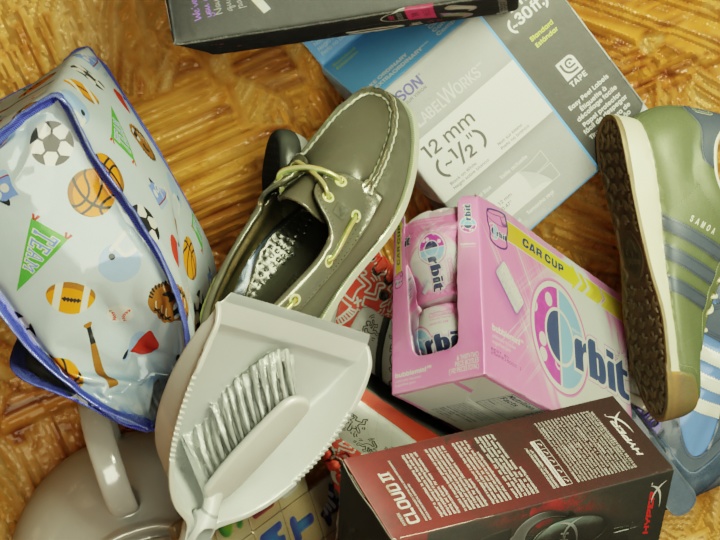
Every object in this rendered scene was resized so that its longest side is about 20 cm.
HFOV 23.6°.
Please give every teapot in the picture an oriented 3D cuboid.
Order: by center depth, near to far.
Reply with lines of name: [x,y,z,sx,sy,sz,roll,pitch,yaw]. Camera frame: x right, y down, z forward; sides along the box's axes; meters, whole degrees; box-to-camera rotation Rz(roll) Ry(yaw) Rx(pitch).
teapot: [-0.130,0.198,1.084,0.200,0.146,0.198,28,94,-15]

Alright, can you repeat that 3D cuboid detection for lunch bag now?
lunch bag: [-0.158,-0.011,1.020,0.124,0.170,0.200,-32,106,9]

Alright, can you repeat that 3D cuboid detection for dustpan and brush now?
dustpan and brush: [-0.079,0.116,0.967,0.200,0.057,0.140,-51,144,16]

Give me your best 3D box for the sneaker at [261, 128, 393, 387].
sneaker: [0.000,0.000,1.115,0.108,0.067,0.202,-9,106,-11]

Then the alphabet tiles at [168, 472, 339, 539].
alphabet tiles: [-0.049,0.187,1.073,0.008,0.167,0.200,-11,100,33]

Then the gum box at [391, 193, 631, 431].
gum box: [0.094,0.043,1.068,0.200,0.066,0.114,30,52,-49]

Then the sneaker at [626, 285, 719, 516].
sneaker: [0.188,0.071,1.160,0.146,0.081,0.200,-12,109,-14]

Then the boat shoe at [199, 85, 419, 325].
boat shoe: [-0.029,-0.027,1.014,0.202,0.072,0.060,-61,151,-13]

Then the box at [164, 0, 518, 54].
box: [-0.011,-0.193,1.015,0.200,0.122,0.106,-7,93,6]

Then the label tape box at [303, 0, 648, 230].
label tape box: [0.071,-0.127,1.106,0.143,0.066,0.200,-41,108,-2]

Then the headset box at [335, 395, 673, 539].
headset box: [0.070,0.171,1.013,0.200,0.077,0.149,-11,127,-22]

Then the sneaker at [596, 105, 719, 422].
sneaker: [0.213,-0.009,1.095,0.090,0.067,0.200,-13,99,-13]

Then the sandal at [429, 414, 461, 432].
sandal: [0.043,0.150,1.161,0.203,0.050,0.082,-42,106,-2]

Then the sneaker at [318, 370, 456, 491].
sneaker: [0.003,0.130,1.076,0.201,0.067,0.108,34,95,-22]
